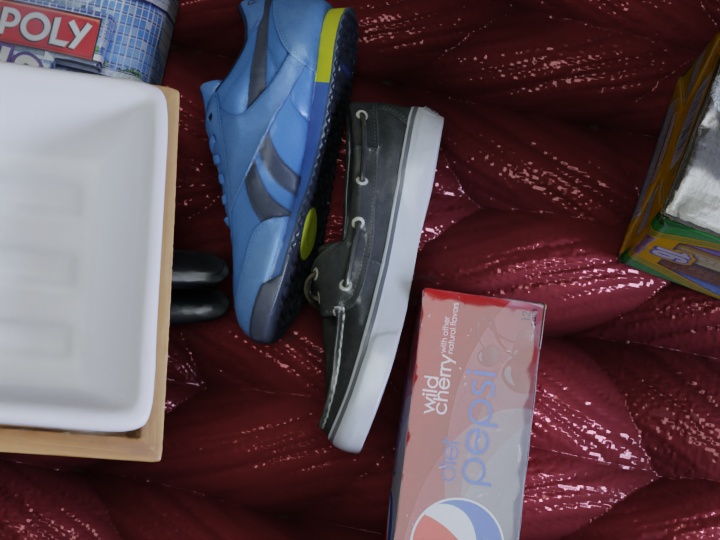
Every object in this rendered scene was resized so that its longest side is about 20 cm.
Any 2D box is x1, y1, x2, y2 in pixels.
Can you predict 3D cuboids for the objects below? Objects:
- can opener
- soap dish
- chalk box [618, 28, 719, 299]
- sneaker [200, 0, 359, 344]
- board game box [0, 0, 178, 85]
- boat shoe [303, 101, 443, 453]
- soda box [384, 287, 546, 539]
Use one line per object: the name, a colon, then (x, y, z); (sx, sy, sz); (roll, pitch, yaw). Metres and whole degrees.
can opener: (-0.171, 0.011, 0.831); (0.199, 0.063, 0.079); (2, 54, -10)
soap dish: (-0.175, -0.004, 0.748); (0.157, 0.081, 0.201); (6, 69, -15)
chalk box: (0.261, -0.036, 0.811); (0.200, 0.124, 0.125); (21, 80, 2)
sneaker: (-0.055, -0.059, 0.842); (0.078, 0.066, 0.201); (8, 79, 10)
board game box: (-0.213, -0.134, 0.850); (0.199, 0.062, 0.200); (10, 81, 1)
boat shoe: (0.000, 0.000, 0.830); (0.056, 0.069, 0.200); (13, 73, -1)
soda box: (0.052, 0.114, 0.812); (0.070, 0.063, 0.201); (8, 80, 0)
